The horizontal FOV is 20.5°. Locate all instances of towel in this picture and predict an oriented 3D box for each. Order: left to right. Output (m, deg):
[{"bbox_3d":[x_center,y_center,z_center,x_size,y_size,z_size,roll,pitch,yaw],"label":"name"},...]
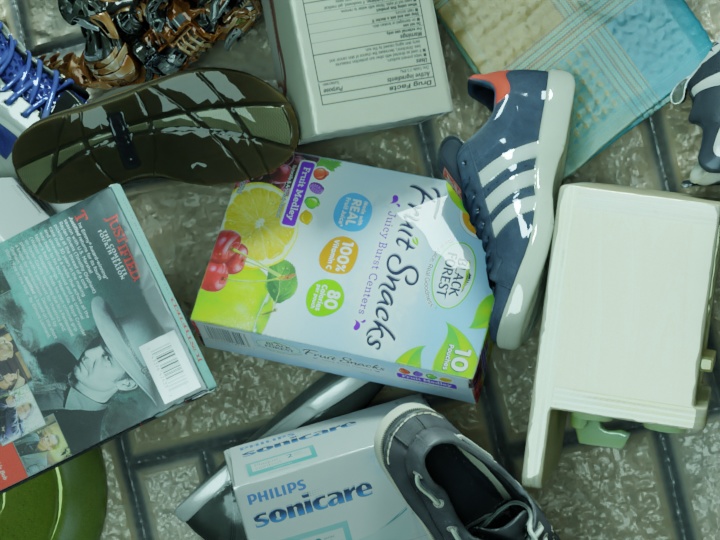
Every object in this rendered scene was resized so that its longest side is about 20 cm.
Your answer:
[{"bbox_3d":[0.136,-0.180,1.374,0.147,0.022,0.200,-35,83,12],"label":"towel"}]

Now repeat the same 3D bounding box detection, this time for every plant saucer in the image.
[{"bbox_3d":[-0.289,0.164,1.493,0.200,0.031,0.200,1,94,13],"label":"plant saucer"}]

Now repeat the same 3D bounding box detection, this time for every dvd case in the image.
[{"bbox_3d":[-0.208,0.053,1.265,0.200,0.022,0.146,-27,88,14],"label":"dvd case"}]

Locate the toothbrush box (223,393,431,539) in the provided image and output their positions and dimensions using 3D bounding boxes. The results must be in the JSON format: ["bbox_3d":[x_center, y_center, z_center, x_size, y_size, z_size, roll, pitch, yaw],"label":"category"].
[{"bbox_3d":[0.004,0.203,1.354,0.146,0.085,0.200,-15,103,-5],"label":"toothbrush box"}]

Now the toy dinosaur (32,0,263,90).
[{"bbox_3d":[-0.172,-0.175,1.415,0.200,0.102,0.136,-23,103,3],"label":"toy dinosaur"}]

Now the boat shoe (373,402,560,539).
[{"bbox_3d":[0.085,0.169,1.286,0.073,0.063,0.200,-44,111,-10],"label":"boat shoe"}]

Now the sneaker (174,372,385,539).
[{"bbox_3d":[-0.028,0.142,1.413,0.200,0.071,0.099,-41,92,12],"label":"sneaker"}]

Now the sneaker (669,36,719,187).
[{"bbox_3d":[0.282,-0.069,1.311,0.130,0.079,0.199,-36,88,12],"label":"sneaker"}]

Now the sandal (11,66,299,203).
[{"bbox_3d":[-0.138,-0.091,1.362,0.200,0.055,0.082,-14,103,15],"label":"sandal"}]

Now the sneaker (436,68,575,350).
[{"bbox_3d":[0.088,-0.043,1.317,0.084,0.075,0.200,8,64,7],"label":"sneaker"}]

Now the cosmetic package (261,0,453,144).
[{"bbox_3d":[-0.012,-0.193,1.359,0.103,0.087,0.200,-10,90,-15],"label":"cosmetic package"}]

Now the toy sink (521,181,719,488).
[{"bbox_3d":[0.180,0.046,1.320,0.112,0.130,0.200,8,94,12],"label":"toy sink"}]

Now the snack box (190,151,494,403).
[{"bbox_3d":[0.000,0.000,1.372,0.200,0.053,0.142,12,68,13],"label":"snack box"}]

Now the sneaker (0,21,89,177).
[{"bbox_3d":[-0.250,-0.138,1.403,0.115,0.081,0.199,9,135,16],"label":"sneaker"}]

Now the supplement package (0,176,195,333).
[{"bbox_3d":[-0.229,0.027,1.381,0.111,0.200,0.156,-42,84,12],"label":"supplement package"}]
